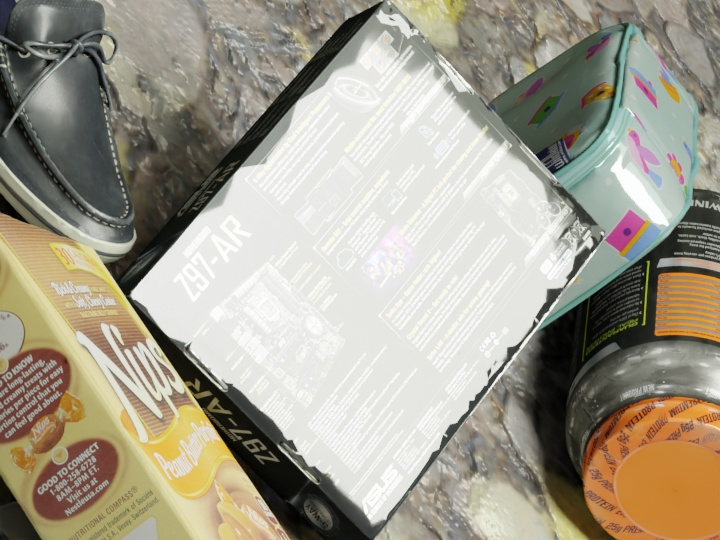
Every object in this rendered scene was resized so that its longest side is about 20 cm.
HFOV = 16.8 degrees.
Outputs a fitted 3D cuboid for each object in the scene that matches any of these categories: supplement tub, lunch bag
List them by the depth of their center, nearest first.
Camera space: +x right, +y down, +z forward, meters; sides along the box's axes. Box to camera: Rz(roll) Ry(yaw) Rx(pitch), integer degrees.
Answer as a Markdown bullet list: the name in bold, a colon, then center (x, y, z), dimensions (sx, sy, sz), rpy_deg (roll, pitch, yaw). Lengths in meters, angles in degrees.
- **lunch bag**: center (0.096, -0.044, 1.297), dimensions (0.077, 0.160, 0.200), rpy_deg (52, 24, -15)
- **supplement tub**: center (0.176, 0.055, 1.339), dimensions (0.122, 0.122, 0.200), rpy_deg (42, 32, -20)

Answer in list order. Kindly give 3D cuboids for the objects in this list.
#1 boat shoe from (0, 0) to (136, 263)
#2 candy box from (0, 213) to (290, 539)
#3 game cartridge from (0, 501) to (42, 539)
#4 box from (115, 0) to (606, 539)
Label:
- **boat shoe**: center (-0.146, -0.096, 1.098), dimensions (0.075, 0.062, 0.200), rpy_deg (4, 58, -56)
- **candy box**: center (-0.093, 0.075, 0.947), dimensions (0.200, 0.055, 0.115), rpy_deg (55, 8, 16)
- **game cartridge**: center (-0.137, 0.166, 0.870), dimensions (0.133, 0.041, 0.200), rpy_deg (55, 29, -6)
- **box**: center (0.000, 0.000, 1.123), dimensions (0.160, 0.044, 0.200), rpy_deg (45, 64, -14)
